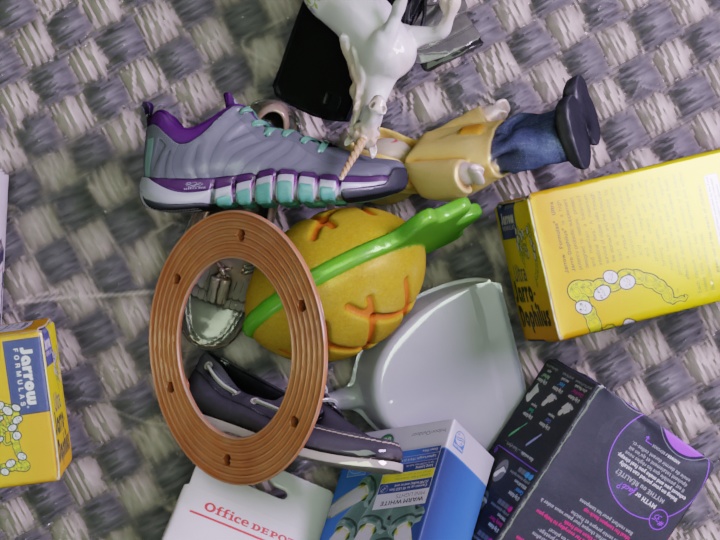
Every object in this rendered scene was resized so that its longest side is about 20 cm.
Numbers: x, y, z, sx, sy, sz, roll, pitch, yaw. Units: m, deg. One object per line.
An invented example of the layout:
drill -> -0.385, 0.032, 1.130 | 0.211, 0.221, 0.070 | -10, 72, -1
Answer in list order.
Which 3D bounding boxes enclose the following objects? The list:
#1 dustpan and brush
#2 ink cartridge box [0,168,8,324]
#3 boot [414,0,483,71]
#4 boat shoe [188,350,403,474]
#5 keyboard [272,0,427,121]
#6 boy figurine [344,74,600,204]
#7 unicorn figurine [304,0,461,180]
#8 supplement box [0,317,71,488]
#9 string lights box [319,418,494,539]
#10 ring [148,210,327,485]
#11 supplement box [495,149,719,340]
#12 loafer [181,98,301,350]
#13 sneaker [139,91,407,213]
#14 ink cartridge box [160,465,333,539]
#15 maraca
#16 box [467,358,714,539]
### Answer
dustpan and brush -> 0.022, 0.092, 1.740 | 0.199, 0.057, 0.140 | -16, 103, -8
ink cartridge box -> -0.346, 0.018, 1.706 | 0.144, 0.084, 0.201 | 3, 90, -3
boot -> 0.071, -0.229, 1.736 | 0.199, 0.068, 0.131 | -19, 95, 7
boat shoe -> -0.051, 0.106, 1.691 | 0.199, 0.073, 0.063 | 13, 84, 32
keyboard -> 0.011, -0.205, 1.705 | 0.104, 0.040, 0.201 | 29, 105, 28
boy figurine -> 0.081, -0.095, 1.711 | 0.199, 0.124, 0.065 | -8, 118, 26
unicorn figurine -> 0.007, -0.181, 1.651 | 0.138, 0.074, 0.201 | -52, 51, 31
supplement box -> -0.314, 0.104, 1.613 | 0.199, 0.109, 0.110 | -8, 93, -2
string lights box -> 0.022, 0.213, 1.660 | 0.059, 0.102, 0.201 | 45, 48, -34
ring -> -0.088, 0.056, 1.650 | 0.019, 0.200, 0.202 | -3, 90, -43
supplement box -> 0.217, -0.022, 1.693 | 0.199, 0.109, 0.110 | -13, 90, -9
loafer -> -0.096, -0.037, 1.725 | 0.071, 0.063, 0.201 | 17, 89, -2
sneaker -> -0.065, -0.090, 1.662 | 0.199, 0.074, 0.088 | -2, 88, -1
ink cartridge box -> -0.105, 0.242, 1.697 | 0.115, 0.068, 0.201 | 23, 54, -2
maraca -> 0.000, 0.000, 1.688 | 0.199, 0.137, 0.107 | -30, 82, 10
box -> 0.151, 0.187, 1.699 | 0.122, 0.106, 0.201 | 34, 88, -19
